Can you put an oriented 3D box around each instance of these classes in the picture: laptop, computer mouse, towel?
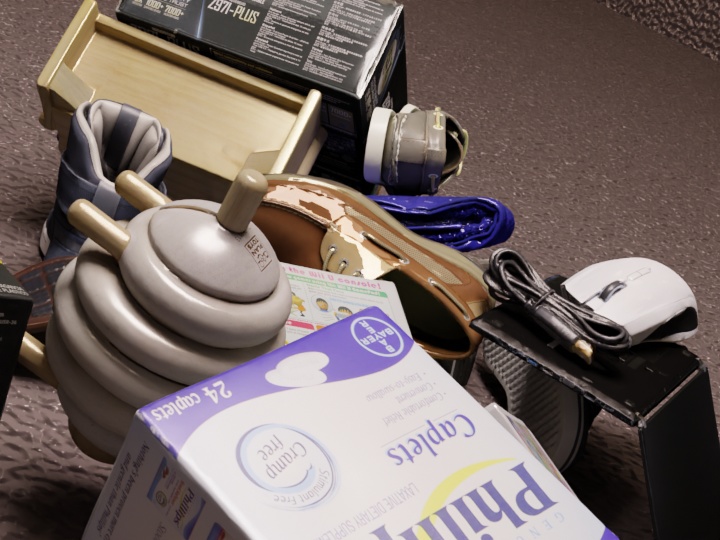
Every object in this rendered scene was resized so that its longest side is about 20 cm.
[{"bbox_3d":[0.169,0.107,1.167,0.199,0.104,0.177,31,21,17],"label":"laptop"},{"bbox_3d":[0.177,0.017,1.184,0.109,0.044,0.199,35,23,29],"label":"computer mouse"},{"bbox_3d":[0.040,-0.029,1.274,0.146,0.050,0.200,2,1,8],"label":"towel"}]

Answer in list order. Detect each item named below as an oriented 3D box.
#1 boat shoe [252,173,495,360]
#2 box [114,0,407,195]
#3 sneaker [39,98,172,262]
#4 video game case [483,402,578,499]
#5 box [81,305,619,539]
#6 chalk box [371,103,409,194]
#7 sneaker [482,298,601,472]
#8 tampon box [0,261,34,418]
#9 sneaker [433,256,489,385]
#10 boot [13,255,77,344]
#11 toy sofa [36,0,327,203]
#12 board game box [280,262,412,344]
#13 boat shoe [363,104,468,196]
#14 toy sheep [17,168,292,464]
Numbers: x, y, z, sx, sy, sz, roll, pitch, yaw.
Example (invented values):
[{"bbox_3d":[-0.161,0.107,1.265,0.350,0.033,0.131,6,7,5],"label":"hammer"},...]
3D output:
[{"bbox_3d":[0.000,0.000,1.146,0.198,0.076,0.074,22,32,-7],"label":"boat shoe"},{"bbox_3d":[-0.070,-0.158,1.303,0.198,0.087,0.164,20,-20,12],"label":"box"},{"bbox_3d":[-0.179,-0.057,1.212,0.076,0.148,0.203,14,19,-12],"label":"sneaker"},{"bbox_3d":[0.119,0.142,0.967,0.144,0.018,0.200,56,4,12],"label":"video game case"},{"bbox_3d":[0.001,0.138,0.832,0.200,0.106,0.183,43,38,21],"label":"box"},{"bbox_3d":[-0.043,-0.085,1.452,0.124,0.125,0.200,20,19,1],"label":"chalk box"},{"bbox_3d":[0.149,0.087,1.259,0.079,0.079,0.201,22,23,-17],"label":"sneaker"},{"bbox_3d":[-0.292,0.019,0.917,0.149,0.127,0.200,3,26,-40],"label":"tampon box"},{"bbox_3d":[0.053,0.032,1.332,0.089,0.079,0.200,14,13,5],"label":"sneaker"},{"bbox_3d":[-0.158,0.040,1.108,0.198,0.098,0.075,-17,36,-14],"label":"boot"},{"bbox_3d":[-0.129,-0.108,1.244,0.198,0.083,0.098,22,-24,8],"label":"toy sofa"},{"bbox_3d":[-0.032,0.085,1.018,0.146,0.065,0.201,12,41,-26],"label":"board game box"},{"bbox_3d":[0.049,-0.089,1.304,0.060,0.073,0.202,9,4,11],"label":"boat shoe"},{"bbox_3d":[-0.102,0.026,0.900,0.137,0.201,0.139,21,35,-15],"label":"toy sheep"}]
